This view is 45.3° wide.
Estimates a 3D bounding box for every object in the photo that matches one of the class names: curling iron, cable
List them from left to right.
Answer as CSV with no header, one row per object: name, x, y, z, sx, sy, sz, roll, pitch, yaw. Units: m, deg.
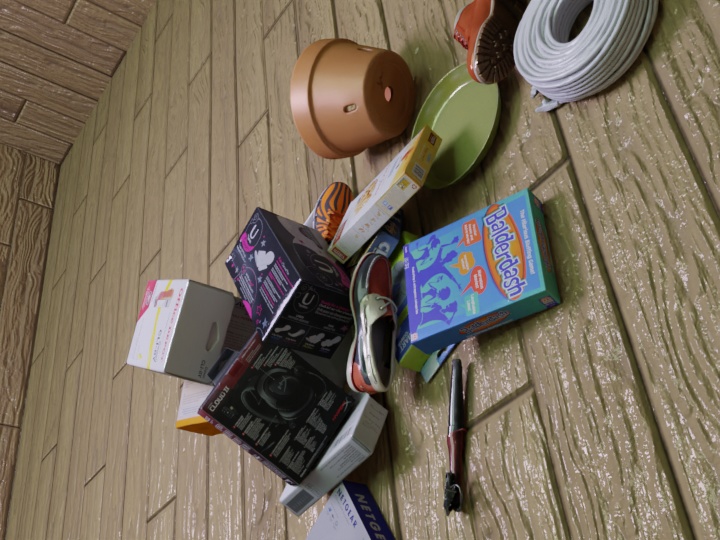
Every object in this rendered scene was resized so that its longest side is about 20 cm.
curling iron,0.124,0.210,1.105,0.050,0.025,0.203,88,-173,-64
cable,0.283,-0.317,1.101,0.199,0.068,0.204,-5,70,57

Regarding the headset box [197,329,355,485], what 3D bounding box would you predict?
headset box,-0.131,0.193,1.259,0.150,0.199,0.077,-54,3,-20

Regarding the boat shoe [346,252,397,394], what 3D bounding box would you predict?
boat shoe,0.024,0.072,1.211,0.062,0.070,0.204,-12,68,52

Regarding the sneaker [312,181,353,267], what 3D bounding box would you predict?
sneaker,-0.040,-0.058,1.441,0.112,0.076,0.204,159,125,-69

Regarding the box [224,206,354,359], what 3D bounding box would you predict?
box,-0.099,0.016,1.294,0.116,0.131,0.201,-56,40,19

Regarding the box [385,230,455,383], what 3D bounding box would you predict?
box,0.078,0.049,1.250,0.123,0.047,0.201,-57,33,23

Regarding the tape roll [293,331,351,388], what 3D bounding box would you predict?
tape roll,-0.125,0.140,1.436,0.202,0.138,0.206,-35,45,45

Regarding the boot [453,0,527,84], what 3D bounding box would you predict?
boot,0.177,-0.337,1.260,0.106,0.075,0.202,-20,42,45

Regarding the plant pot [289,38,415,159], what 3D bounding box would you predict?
plant pot,-0.001,-0.289,1.442,0.138,0.199,0.204,5,77,41

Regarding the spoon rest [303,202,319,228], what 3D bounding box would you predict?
spoon rest,-0.096,-0.064,1.560,0.202,0.060,0.099,-62,-6,18

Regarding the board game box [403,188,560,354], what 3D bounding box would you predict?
board game box,0.150,0.003,1.114,0.198,0.045,0.154,-25,52,29

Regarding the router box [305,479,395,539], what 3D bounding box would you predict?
router box,-0.017,0.427,1.194,0.181,0.048,0.200,-61,32,16

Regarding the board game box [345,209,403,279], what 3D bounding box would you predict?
board game box,0.000,0.000,1.361,0.201,0.034,0.136,-57,8,23

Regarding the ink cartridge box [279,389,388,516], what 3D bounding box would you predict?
ink cartridge box,-0.030,0.253,1.300,0.200,0.043,0.174,-47,7,34

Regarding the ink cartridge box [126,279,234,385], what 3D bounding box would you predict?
ink cartridge box,-0.287,0.093,1.361,0.199,0.082,0.148,-2,72,59

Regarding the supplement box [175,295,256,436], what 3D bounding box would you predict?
supplement box,-0.223,0.154,1.378,0.125,0.073,0.204,-20,57,53

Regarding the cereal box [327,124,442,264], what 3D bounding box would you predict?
cereal box,0.036,-0.114,1.301,0.200,0.039,0.145,-43,15,37

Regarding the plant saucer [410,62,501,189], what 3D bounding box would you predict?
plant saucer,0.147,-0.214,1.299,0.199,0.031,0.203,-33,47,44
